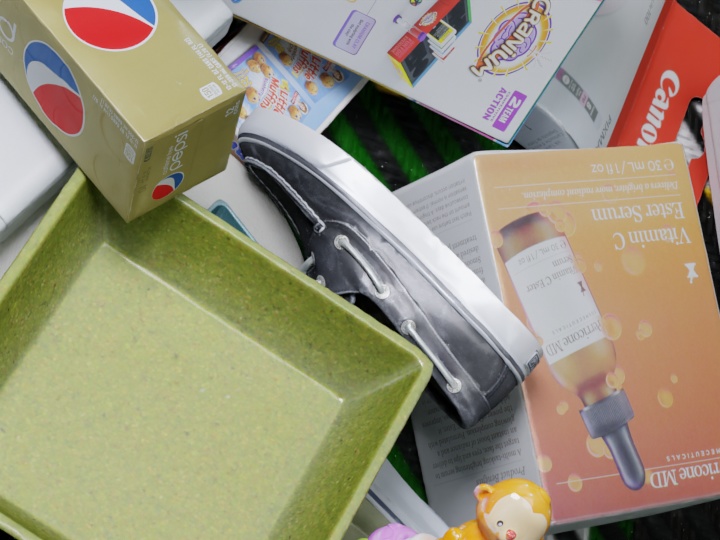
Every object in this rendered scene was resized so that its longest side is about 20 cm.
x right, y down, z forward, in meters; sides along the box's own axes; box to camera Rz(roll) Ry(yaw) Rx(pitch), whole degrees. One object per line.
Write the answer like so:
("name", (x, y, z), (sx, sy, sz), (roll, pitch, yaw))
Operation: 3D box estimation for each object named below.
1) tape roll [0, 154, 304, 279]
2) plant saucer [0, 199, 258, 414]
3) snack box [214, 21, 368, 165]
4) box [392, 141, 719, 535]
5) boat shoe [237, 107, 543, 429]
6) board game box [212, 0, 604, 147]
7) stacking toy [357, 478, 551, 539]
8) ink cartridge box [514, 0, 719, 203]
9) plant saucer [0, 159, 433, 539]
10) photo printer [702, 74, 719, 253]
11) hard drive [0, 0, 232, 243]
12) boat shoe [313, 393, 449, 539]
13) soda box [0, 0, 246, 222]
("tape roll", (-0.115, 0.022, 1.266), (0.202, 0.037, 0.204), (11, 70, -31))
("plant saucer", (-0.111, 0.051, 1.227), (0.070, 0.019, 0.200), (51, 55, -11))
("snack box", (-0.018, -0.135, 1.382), (0.072, 0.024, 0.200), (48, 56, -12))
("box", (0.111, 0.041, 1.368), (0.151, 0.106, 0.202), (-6, 80, -35))
("boat shoe", (0.000, 0.000, 1.272), (0.200, 0.072, 0.068), (43, 78, 9))
("board game box", (0.035, -0.171, 1.327), (0.199, 0.153, 0.040), (24, 22, -26))
("stacking toy", (0.014, 0.162, 1.177), (0.116, 0.200, 0.110), (45, 23, -15))
("ink cartridge box", (0.152, -0.129, 1.481), (0.199, 0.057, 0.163), (33, 60, -17))
("plant saucer", (-0.094, 0.072, 1.173), (0.199, 0.048, 0.201), (33, 56, -4))
("photo printer", (0.309, -0.042, 1.544), (0.199, 0.069, 0.168), (-2, 81, -36))
("hard drive", (-0.174, -0.108, 1.244), (0.132, 0.027, 0.200), (39, 56, 7))
("boat shoe", (0.006, 0.141, 1.291), (0.062, 0.072, 0.200), (-46, 116, -12))
("soda box", (-0.142, -0.124, 1.198), (0.064, 0.068, 0.200), (-30, 68, -29))
